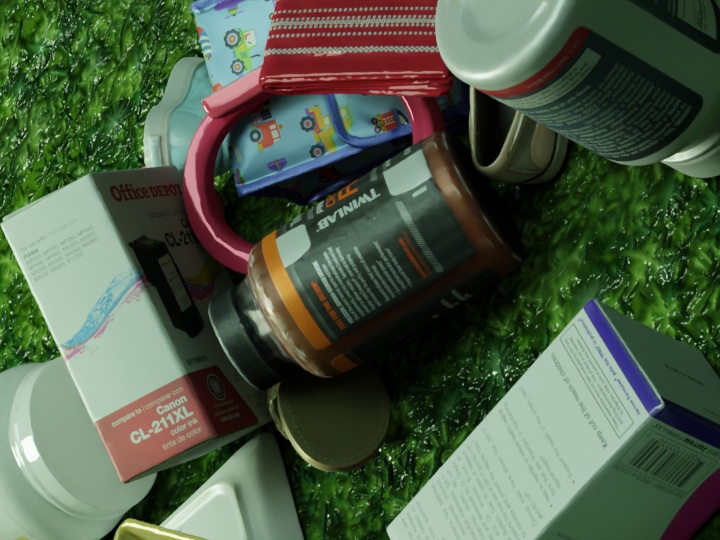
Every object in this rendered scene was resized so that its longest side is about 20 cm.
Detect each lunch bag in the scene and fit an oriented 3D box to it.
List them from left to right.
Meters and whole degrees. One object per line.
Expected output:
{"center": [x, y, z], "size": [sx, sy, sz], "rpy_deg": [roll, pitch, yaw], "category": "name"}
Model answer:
{"center": [-0.003, -0.151, 1.739], "size": [0.200, 0.094, 0.151], "rpy_deg": [-22, 76, 29], "category": "lunch bag"}

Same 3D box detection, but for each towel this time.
{"center": [0.014, -0.207, 1.665], "size": [0.144, 0.022, 0.200], "rpy_deg": [1, 63, 23], "category": "towel"}

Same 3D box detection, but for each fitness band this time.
{"center": [-0.035, -0.077, 1.694], "size": [0.200, 0.037, 0.144], "rpy_deg": [-25, 84, 21], "category": "fitness band"}

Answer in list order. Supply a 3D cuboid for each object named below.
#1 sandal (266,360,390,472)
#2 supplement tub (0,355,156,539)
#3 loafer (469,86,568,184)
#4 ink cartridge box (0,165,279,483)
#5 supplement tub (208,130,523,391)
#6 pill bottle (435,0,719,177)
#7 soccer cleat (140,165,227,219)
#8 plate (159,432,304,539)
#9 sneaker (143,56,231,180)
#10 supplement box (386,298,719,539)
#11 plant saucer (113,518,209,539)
{"center": [-0.030, 0.087, 1.691], "size": [0.212, 0.077, 0.070], "rpy_deg": [-107, 22, -49], "category": "sandal"}
{"center": [-0.262, 0.155, 1.844], "size": [0.200, 0.145, 0.146], "rpy_deg": [-29, 50, 37], "category": "supplement tub"}
{"center": [0.101, -0.156, 1.600], "size": [0.072, 0.063, 0.201], "rpy_deg": [1, 94, 39], "category": "loafer"}
{"center": [-0.147, 0.033, 1.697], "size": [0.083, 0.146, 0.200], "rpy_deg": [-27, 85, 20], "category": "ink cartridge box"}
{"center": [0.000, 0.000, 1.610], "size": [0.200, 0.107, 0.107], "rpy_deg": [-31, 46, 11], "category": "supplement tub"}
{"center": [0.153, -0.131, 1.465], "size": [0.119, 0.200, 0.120], "rpy_deg": [-27, 51, 39], "category": "pill bottle"}
{"center": [-0.127, 0.005, 1.822], "size": [0.067, 0.076, 0.200], "rpy_deg": [-39, 44, 29], "category": "soccer cleat"}
{"center": [-0.113, 0.239, 1.716], "size": [0.200, 0.032, 0.200], "rpy_deg": [-44, 43, 26], "category": "plate"}
{"center": [-0.107, -0.110, 1.850], "size": [0.200, 0.082, 0.074], "rpy_deg": [-75, -16, -65], "category": "sneaker"}
{"center": [0.125, 0.131, 1.437], "size": [0.200, 0.101, 0.103], "rpy_deg": [-50, 40, 18], "category": "supplement box"}
{"center": [-0.094, 0.280, 1.618], "size": [0.200, 0.048, 0.200], "rpy_deg": [9, 88, 40], "category": "plant saucer"}
